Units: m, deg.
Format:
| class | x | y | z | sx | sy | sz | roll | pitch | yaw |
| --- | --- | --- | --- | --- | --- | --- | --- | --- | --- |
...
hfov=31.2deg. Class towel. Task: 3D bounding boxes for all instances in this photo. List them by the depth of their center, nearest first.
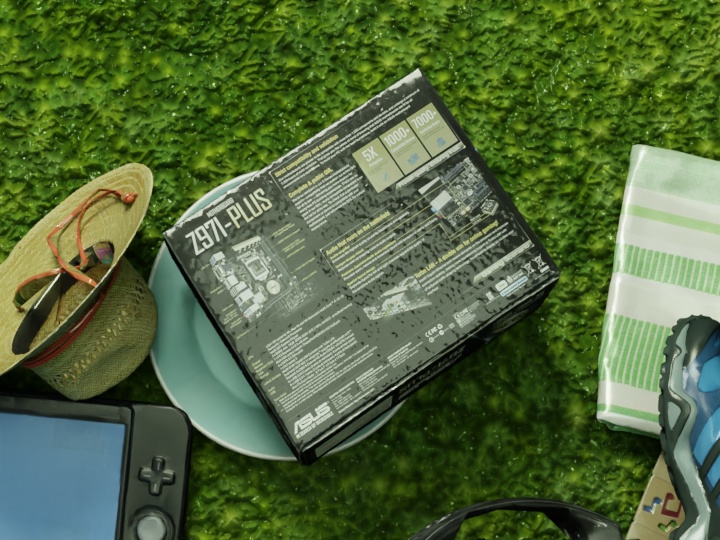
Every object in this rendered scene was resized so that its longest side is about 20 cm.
| class | x | y | z | sx | sy | sz | roll | pitch | yaw |
| --- | --- | --- | --- | --- | --- | --- | --- | --- | --- |
| towel | 0.244 | 0.022 | 0.880 | 0.150 | 0.023 | 0.203 | 12 | 75 | 4 |

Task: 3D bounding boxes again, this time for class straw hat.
| class | x | y | z | sx | sy | sz | roll | pitch | yaw |
| --- | --- | --- | --- | --- | --- | --- | --- | --- | --- |
| straw hat | -0.179 | 0.031 | 0.837 | 0.201 | 0.201 | 0.085 | -46 | 117 | -10 |

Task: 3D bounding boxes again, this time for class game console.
| class | x | y | z | sx | sy | sz | roll | pitch | yaw |
| --- | --- | --- | --- | --- | --- | --- | --- | --- | --- |
| game console | -0.214 | 0.166 | 0.796 | 0.196 | 0.116 | 0.179 | 6 | 88 | 1 |

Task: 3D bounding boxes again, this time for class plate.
| class | x | y | z | sx | sy | sz | roll | pitch | yaw |
| --- | --- | --- | --- | --- | --- | --- | --- | --- | --- |
| plate | -0.048 | 0.029 | 0.880 | 0.196 | 0.026 | 0.204 | 0 | 76 | 0 |

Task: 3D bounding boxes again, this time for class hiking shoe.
| class | x | y | z | sx | sy | sz | roll | pitch | yaw |
| --- | --- | --- | --- | --- | --- | --- | --- | --- | --- |
| hiking shoe | 0.232 | 0.123 | 0.788 | 0.085 | 0.074 | 0.203 | -8 | 68 | 21 |

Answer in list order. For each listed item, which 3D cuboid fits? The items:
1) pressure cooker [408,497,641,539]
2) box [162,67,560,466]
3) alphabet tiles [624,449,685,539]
| class | x | y | z | sx | sy | sz | roll | pitch | yaw |
| --- | --- | --- | --- | --- | --- | --- | --- | --- | --- |
| pressure cooker | 0.096 | 0.236 | 0.755 | 0.176 | 0.175 | 0.203 | -13 | 74 | 24 |
| box | 0.000 | 0.000 | 0.830 | 0.199 | 0.086 | 0.165 | -34 | 79 | -8 |
| alphabet tiles | 0.254 | 0.203 | 0.849 | 0.165 | 0.006 | 0.202 | 25 | 77 | 5 |
